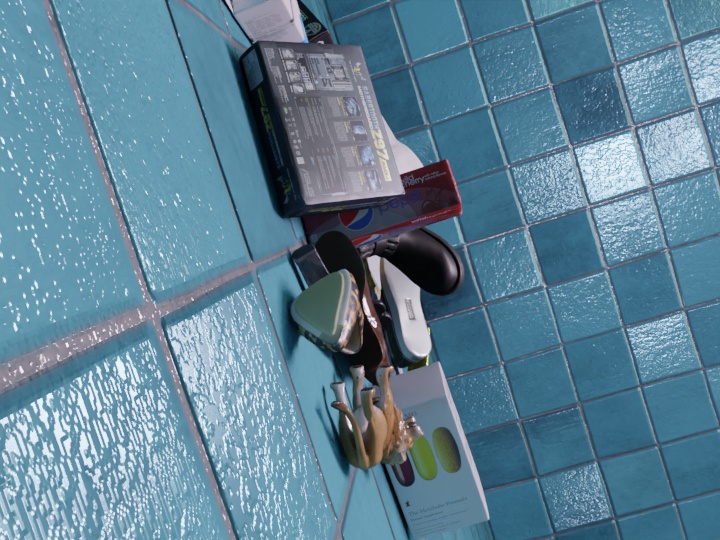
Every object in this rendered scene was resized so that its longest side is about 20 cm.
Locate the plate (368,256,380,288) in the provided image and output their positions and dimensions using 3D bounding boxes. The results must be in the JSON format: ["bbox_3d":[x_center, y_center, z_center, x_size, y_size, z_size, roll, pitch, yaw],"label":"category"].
[{"bbox_3d":[0.042,-0.059,1.388,0.032,0.200,0.200,29,-11,20],"label":"plate"}]

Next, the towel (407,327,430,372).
[{"bbox_3d":[0.090,0.195,1.225,0.086,0.018,0.200,132,-34,-66],"label":"towel"}]

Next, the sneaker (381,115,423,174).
[{"bbox_3d":[0.028,-0.156,1.169,0.200,0.075,0.088,58,-36,5],"label":"sneaker"}]

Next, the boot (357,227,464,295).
[{"bbox_3d":[0.040,-0.032,1.126,0.211,0.079,0.158,41,24,15],"label":"boot"}]

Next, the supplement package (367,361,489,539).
[{"bbox_3d":[0.091,0.248,1.087,0.110,0.114,0.200,-90,160,-73],"label":"supplement package"}]

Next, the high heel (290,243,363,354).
[{"bbox_3d":[-0.016,0.066,0.815,0.143,0.071,0.200,63,1,-27],"label":"high heel"}]

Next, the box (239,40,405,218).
[{"bbox_3d":[-0.043,-0.169,0.926,0.158,0.051,0.200,-12,83,-40],"label":"box"}]

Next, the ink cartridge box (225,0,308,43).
[{"bbox_3d":[-0.130,-0.364,1.015,0.200,0.068,0.116,42,31,-77],"label":"ink cartridge box"}]

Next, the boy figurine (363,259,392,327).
[{"bbox_3d":[0.000,0.000,1.196,0.124,0.064,0.200,61,15,-47],"label":"boy figurine"}]

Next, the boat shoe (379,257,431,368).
[{"bbox_3d":[0.056,0.054,1.234,0.071,0.064,0.200,9,59,-32],"label":"boat shoe"}]

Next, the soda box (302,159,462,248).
[{"bbox_3d":[0.029,-0.078,1.018,0.070,0.200,0.063,44,29,-78],"label":"soda box"}]

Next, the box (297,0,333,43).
[{"bbox_3d":[-0.081,-0.374,1.380,0.161,0.049,0.200,53,-7,36],"label":"box"}]

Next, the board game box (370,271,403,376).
[{"bbox_3d":[0.032,0.109,1.298,0.135,0.034,0.200,60,14,-63],"label":"board game box"}]

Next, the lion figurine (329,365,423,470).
[{"bbox_3d":[0.009,0.173,0.853,0.200,0.072,0.123,-14,99,-70],"label":"lion figurine"}]

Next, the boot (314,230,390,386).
[{"bbox_3d":[-0.005,0.057,1.026,0.200,0.064,0.187,57,18,-76],"label":"boot"}]
